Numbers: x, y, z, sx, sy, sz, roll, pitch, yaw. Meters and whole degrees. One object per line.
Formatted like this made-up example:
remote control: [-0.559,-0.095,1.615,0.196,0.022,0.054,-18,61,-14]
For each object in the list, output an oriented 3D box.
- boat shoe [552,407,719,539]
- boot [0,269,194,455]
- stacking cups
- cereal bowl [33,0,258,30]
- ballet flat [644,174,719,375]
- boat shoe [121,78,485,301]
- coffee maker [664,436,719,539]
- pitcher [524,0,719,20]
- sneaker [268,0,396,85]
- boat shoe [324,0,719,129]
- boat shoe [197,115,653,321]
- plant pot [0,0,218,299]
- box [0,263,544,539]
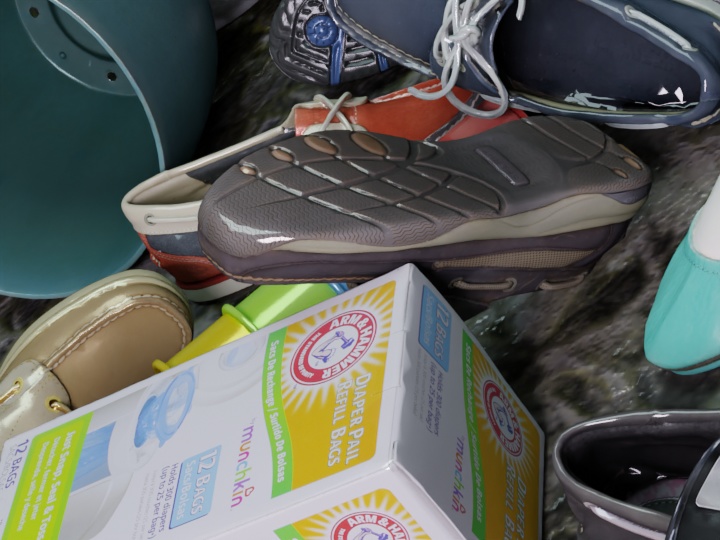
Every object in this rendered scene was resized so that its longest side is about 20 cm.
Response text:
boat shoe: [0.144,0.076,0.670,0.200,0.057,0.067,-4,44,45]
boot: [-0.140,0.098,0.929,0.200,0.073,0.155,-41,26,2]
stacking cups: [0.000,0.000,0.943,0.200,0.061,0.060,-41,29,-14]
cereal bowl: [-0.107,-0.200,1.296,0.200,0.083,0.200,-28,27,15]
ballet flat: [0.179,-0.038,0.777,0.200,0.070,0.067,-32,30,12]
boat shoe: [-0.021,-0.051,1.025,0.200,0.063,0.071,-25,30,20]
coffee maker: [0.156,0.132,0.502,0.200,0.135,0.192,1,48,49]
pitcher: [0.106,-0.155,0.981,0.200,0.121,0.172,-18,36,12]
sneaker: [0.034,-0.171,1.139,0.200,0.076,0.077,-40,6,-2]
boat shoe: [0.069,-0.102,0.918,0.200,0.075,0.062,21,24,19]
boat shoe: [0.028,-0.010,0.827,0.200,0.073,0.075,-6,35,-30]
plant pot: [-0.169,-0.111,1.148,0.200,0.201,0.161,-19,24,31]
box: [-0.039,0.099,0.794,0.200,0.101,0.113,-24,33,24]
